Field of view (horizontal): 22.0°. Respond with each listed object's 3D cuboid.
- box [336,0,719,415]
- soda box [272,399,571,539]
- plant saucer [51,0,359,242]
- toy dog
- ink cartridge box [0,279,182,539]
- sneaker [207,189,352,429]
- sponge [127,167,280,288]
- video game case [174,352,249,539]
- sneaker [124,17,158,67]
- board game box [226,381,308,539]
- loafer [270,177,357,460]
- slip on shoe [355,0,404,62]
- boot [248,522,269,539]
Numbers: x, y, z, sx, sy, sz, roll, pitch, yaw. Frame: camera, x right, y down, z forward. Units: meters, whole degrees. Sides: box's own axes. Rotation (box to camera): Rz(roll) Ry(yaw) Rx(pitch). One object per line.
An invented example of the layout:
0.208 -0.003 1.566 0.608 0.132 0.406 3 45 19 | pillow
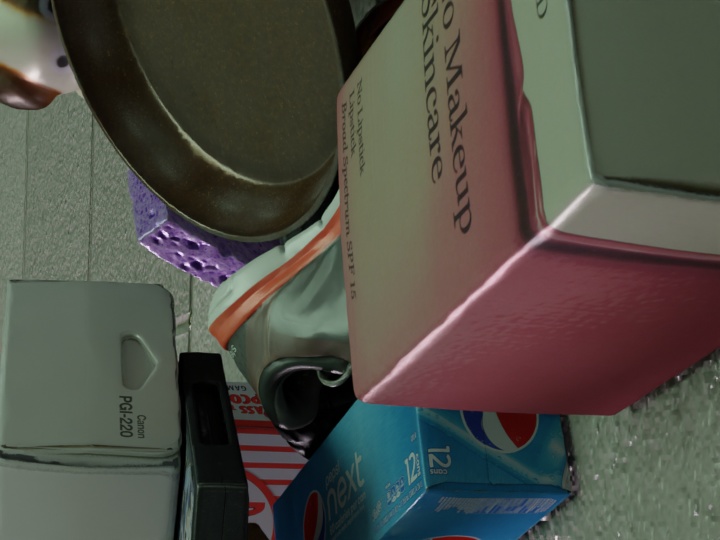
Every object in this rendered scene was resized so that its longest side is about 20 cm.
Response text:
0.075 -0.042 0.603 0.200 0.109 0.128 131 139 -61 | box
0.020 0.100 0.804 0.200 0.064 0.068 126 143 -57 | soda box
-0.067 -0.111 0.823 0.200 0.034 0.200 28 132 35 | plant saucer
-0.191 -0.181 1.224 0.200 0.194 0.140 -67 -9 -72 | toy dog
-0.135 0.124 0.885 0.146 0.085 0.200 -103 20 -57 | ink cartridge box
0.020 0.003 0.789 0.200 0.077 0.082 -39 67 37 | sneaker
-0.094 -0.071 1.102 0.030 0.112 0.200 -39 43 26 | sponge
-0.073 0.157 0.827 0.181 0.025 0.200 -118 31 -74 | video game case
-0.096 -0.134 0.915 0.082 0.200 0.074 -86 20 -57 | sneaker
-0.125 0.131 1.014 0.046 0.200 0.152 -116 34 -54 | board game box
0.000 0.000 0.901 0.070 0.068 0.201 -20 50 28 | loafer
0.021 -0.085 0.815 0.074 0.061 0.200 60 157 -2 | slip on shoe
0.006 0.168 0.761 0.200 0.068 0.188 47 151 45 | boot
